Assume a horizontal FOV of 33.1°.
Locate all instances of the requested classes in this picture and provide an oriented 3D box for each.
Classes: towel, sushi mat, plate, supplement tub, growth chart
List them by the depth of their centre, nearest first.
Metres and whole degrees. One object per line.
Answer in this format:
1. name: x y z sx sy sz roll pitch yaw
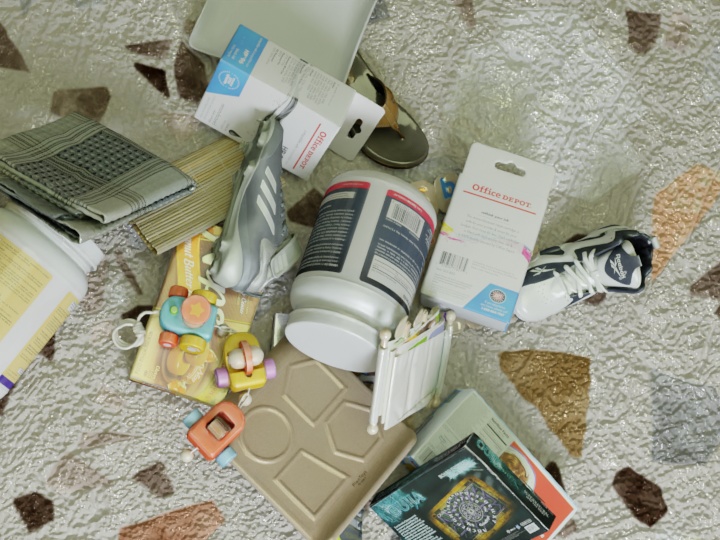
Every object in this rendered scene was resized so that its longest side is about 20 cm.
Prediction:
1. supplement tub: -0.391 0.024 1.329 0.145 0.145 0.201 39 76 -6
2. towel: -0.309 -0.112 1.334 0.191 0.035 0.200 31 34 18
3. growth chart: 0.062 0.110 1.397 0.018 0.199 0.147 17 104 26
4. supplement tub: 0.000 0.000 1.402 0.139 0.140 0.202 23 66 -9
5. sushi mat: -0.187 -0.096 1.422 0.199 0.012 0.096 -31 77 -33
6. plate: -0.085 -0.324 1.492 0.197 0.032 0.202 21 79 4

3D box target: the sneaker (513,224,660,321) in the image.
1. sneaker: 0.285 0.002 1.493 0.197 0.129 0.080 -21 95 -20

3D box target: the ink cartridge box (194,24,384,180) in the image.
1. ink cartridge box: -0.084 -0.187 1.439 0.198 0.116 0.068 28 53 -8

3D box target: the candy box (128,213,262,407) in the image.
1. candy box: -0.185 0.049 1.421 0.114 0.055 0.202 20 78 -10

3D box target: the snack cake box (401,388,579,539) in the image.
1. snack cake box: 0.153 0.254 1.464 0.115 0.067 0.200 -43 97 -17

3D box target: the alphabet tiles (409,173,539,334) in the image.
1. alphabet tiles: 0.129 -0.024 1.527 0.197 0.015 0.198 -13 86 -15

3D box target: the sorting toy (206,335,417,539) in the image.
1. sorting toy: -0.059 0.189 1.395 0.200 0.037 0.185 42 60 5

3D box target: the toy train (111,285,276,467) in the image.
1. toy train: -0.176 0.107 1.338 0.150 0.056 0.201 -36 83 -25

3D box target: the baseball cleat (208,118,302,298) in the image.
1. baseball cleat: -0.107 -0.069 1.402 0.105 0.070 0.202 21 85 -21

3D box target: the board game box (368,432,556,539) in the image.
1. board game box: 0.113 0.276 1.396 0.135 0.200 0.028 46 45 -4

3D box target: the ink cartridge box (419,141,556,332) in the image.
1. ink cartridge box: 0.156 -0.041 1.479 0.114 0.068 0.202 18 79 7

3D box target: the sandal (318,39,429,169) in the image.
1. sandal: 0.012 -0.212 1.503 0.081 0.055 0.201 -32 90 -16

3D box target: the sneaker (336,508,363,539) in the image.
1. sneaker: -0.019 0.284 1.424 0.080 0.074 0.202 -24 90 -18

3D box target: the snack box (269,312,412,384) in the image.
1. snack box: -0.012 0.098 1.472 0.197 0.024 0.073 7 80 -12
